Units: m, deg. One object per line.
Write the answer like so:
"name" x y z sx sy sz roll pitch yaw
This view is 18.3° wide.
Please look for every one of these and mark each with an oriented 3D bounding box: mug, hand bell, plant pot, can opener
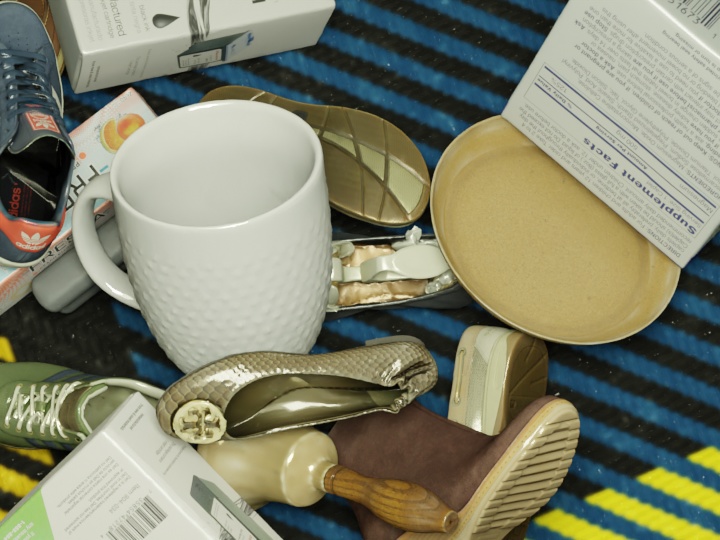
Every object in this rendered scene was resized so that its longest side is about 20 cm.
"mug" -0.115 -0.012 1.580 0.200 0.176 0.148 12 43 21
"hand bell" -0.010 0.149 1.564 0.200 0.104 0.104 17 75 41
"plant pot" 0.142 -0.027 1.659 0.199 0.028 0.200 9 57 -15
"can opener" -0.148 -0.023 1.658 0.200 0.053 0.067 -37 81 7

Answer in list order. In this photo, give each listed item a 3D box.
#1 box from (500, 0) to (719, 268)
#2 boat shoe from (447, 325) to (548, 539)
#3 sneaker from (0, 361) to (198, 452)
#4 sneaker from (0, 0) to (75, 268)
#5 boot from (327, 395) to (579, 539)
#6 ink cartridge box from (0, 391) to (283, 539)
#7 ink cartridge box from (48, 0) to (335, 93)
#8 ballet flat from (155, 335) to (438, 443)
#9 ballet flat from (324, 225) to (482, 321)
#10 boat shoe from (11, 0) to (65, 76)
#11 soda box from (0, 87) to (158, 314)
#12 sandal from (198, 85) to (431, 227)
"box" 0.229 -0.135 1.618 0.184 0.200 0.105 41 55 7
"boat shoe" 0.086 0.140 1.640 0.065 0.072 0.201 8 88 38
"sneaker" -0.207 0.100 1.631 0.200 0.090 0.067 10 78 2
"sneaker" -0.237 -0.106 1.602 0.075 0.084 0.201 0 75 -26
"boot" 0.054 0.123 1.576 0.166 0.072 0.200 52 120 34
"ink cartridge box" -0.145 0.211 1.565 0.145 0.084 0.200 -42 94 19
"ink cartridge box" -0.136 -0.231 1.688 0.199 0.086 0.147 -14 77 -14
"ballet flat" -0.041 0.088 1.545 0.199 0.067 0.046 -9 44 -13
"ballet flat" 0.000 0.000 1.665 0.199 0.073 0.073 -3 77 -1
"boat shoe" -0.281 -0.137 1.670 0.072 0.068 0.200 5 55 33
"soda box" -0.227 -0.047 1.674 0.200 0.068 0.064 -38 79 -7
"sandal" -0.035 -0.085 1.696 0.200 0.054 0.080 19 71 19
